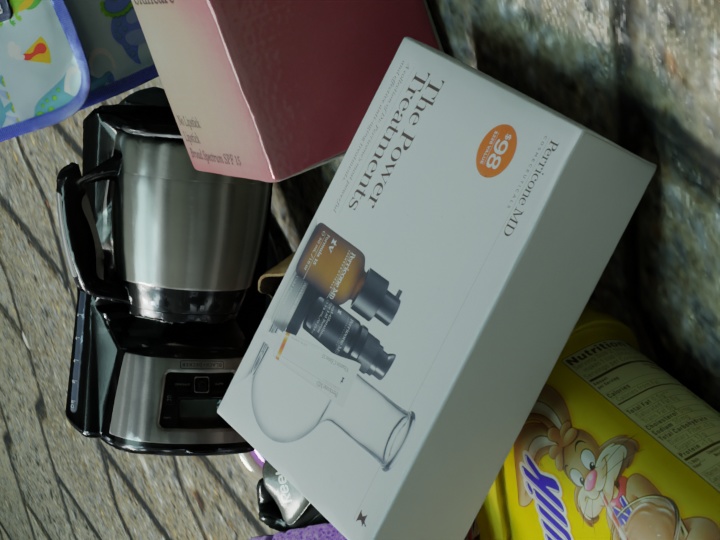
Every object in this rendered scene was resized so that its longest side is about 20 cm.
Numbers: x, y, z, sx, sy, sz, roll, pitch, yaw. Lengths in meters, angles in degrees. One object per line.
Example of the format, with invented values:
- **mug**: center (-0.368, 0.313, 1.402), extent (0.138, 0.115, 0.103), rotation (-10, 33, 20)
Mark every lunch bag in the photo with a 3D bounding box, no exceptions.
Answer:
- **lunch bag**: center (-0.196, -0.176, 1.216), extent (0.127, 0.199, 0.171), rotation (2, 115, 69)

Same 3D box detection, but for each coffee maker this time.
- **coffee maker**: center (-0.111, 0.002, 1.252), extent (0.192, 0.134, 0.201), rotation (-70, -15, -82)

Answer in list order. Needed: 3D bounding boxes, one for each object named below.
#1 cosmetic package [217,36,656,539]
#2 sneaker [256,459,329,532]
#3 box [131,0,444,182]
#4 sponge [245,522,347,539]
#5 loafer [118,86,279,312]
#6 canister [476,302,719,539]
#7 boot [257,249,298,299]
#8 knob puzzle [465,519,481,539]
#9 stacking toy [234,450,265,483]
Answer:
- **cosmetic package**: center (0.028, 0.012, 0.899), extent (0.151, 0.052, 0.201), rotation (35, 100, 52)
- **sneaker**: center (-0.008, 0.120, 1.183), extent (0.200, 0.090, 0.067), rotation (134, 139, -59)
- **box**: center (-0.051, -0.156, 0.997), extent (0.128, 0.109, 0.201), rotation (13, 126, 67)
- **sponge**: center (0.009, 0.178, 1.190), extent (0.200, 0.111, 0.030), rotation (-20, 52, 56)
- **loafer**: center (-0.099, -0.028, 1.361), extent (0.072, 0.073, 0.201), rotation (51, -166, -79)
- **canister**: center (0.136, 0.121, 0.880), extent (0.200, 0.086, 0.149), rotation (41, 149, 47)
- **boot**: center (0.000, 0.000, 1.105), extent (0.074, 0.075, 0.200), rotation (66, 160, 2)
- **knob puzzle**: center (0.054, 0.085, 1.007), extent (0.220, 0.030, 0.221), rotation (-1, -90, -80)
- **stacking toy**: center (-0.016, 0.075, 1.252), extent (0.086, 0.085, 0.200), rotation (62, 153, 9)
